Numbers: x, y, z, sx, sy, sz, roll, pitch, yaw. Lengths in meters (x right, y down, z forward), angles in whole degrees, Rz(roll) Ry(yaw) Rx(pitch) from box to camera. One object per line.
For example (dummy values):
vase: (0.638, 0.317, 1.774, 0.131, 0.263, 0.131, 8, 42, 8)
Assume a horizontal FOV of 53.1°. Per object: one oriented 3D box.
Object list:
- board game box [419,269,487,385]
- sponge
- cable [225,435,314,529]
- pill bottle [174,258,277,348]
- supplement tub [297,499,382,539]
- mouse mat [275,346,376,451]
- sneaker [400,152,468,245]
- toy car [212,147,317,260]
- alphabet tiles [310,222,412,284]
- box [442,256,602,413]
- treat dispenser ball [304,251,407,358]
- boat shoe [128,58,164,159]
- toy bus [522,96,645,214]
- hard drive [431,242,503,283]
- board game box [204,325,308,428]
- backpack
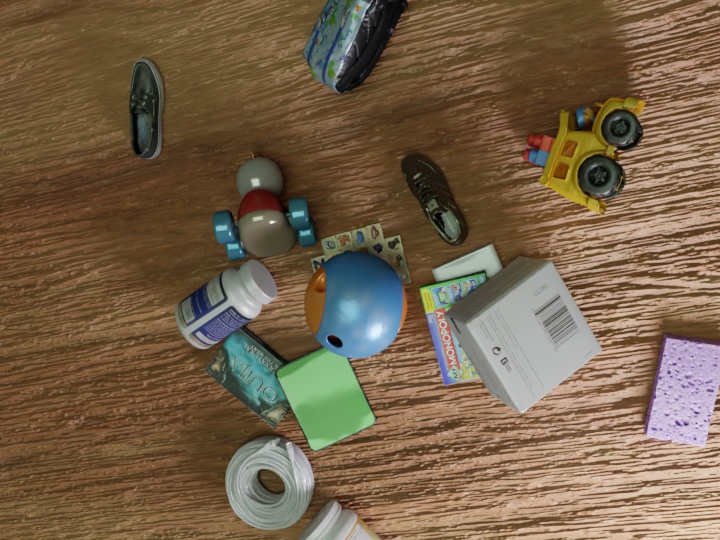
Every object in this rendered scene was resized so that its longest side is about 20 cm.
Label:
board game box: (0.204, 0.114, 1.412, 0.132, 0.029, 0.203, -14, 97, 14)
sponge: (0.615, 0.227, 1.366, 0.110, 0.030, 0.204, 9, 103, 11)
cable: (-0.199, 0.464, 1.579, 0.197, 0.069, 0.203, -19, 97, 16)
pill bottle: (-0.277, 0.067, 1.494, 0.198, 0.116, 0.117, -32, 93, 17)
supplement tub: (-0.026, 0.603, 1.527, 0.200, 0.144, 0.145, 44, 107, 2)
mouse mat: (-0.073, 0.268, 1.525, 0.159, 0.008, 0.203, -24, 97, 4)
sneaker: (0.144, -0.138, 1.378, 0.070, 0.076, 0.201, -35, 92, 17)
toy car: (-0.194, -0.146, 1.437, 0.181, 0.177, 0.203, -10, 70, 1)
alphabet tiles: (0.000, 0.000, 1.475, 0.197, 0.006, 0.169, -14, 97, 15)
box: (0.294, 0.112, 1.322, 0.199, 0.131, 0.200, -35, 100, -8)
treat dispenser ball: (-0.010, 0.065, 1.381, 0.197, 0.201, 0.205, 2, 102, 12)
boat shoe: (-0.445, -0.332, 1.484, 0.067, 0.057, 0.204, 2, 101, 13)
toy bus: (0.393, -0.225, 1.289, 0.190, 0.135, 0.203, 25, 104, 23)
hard drive: (0.240, 0.064, 1.422, 0.130, 0.026, 0.203, -23, 95, 16)
board game box: (-0.224, 0.228, 1.559, 0.199, 0.028, 0.136, 38, 106, 3)
backpack: (-0.016, -0.429, 1.327, 0.152, 0.163, 0.203, 23, 112, 16)
